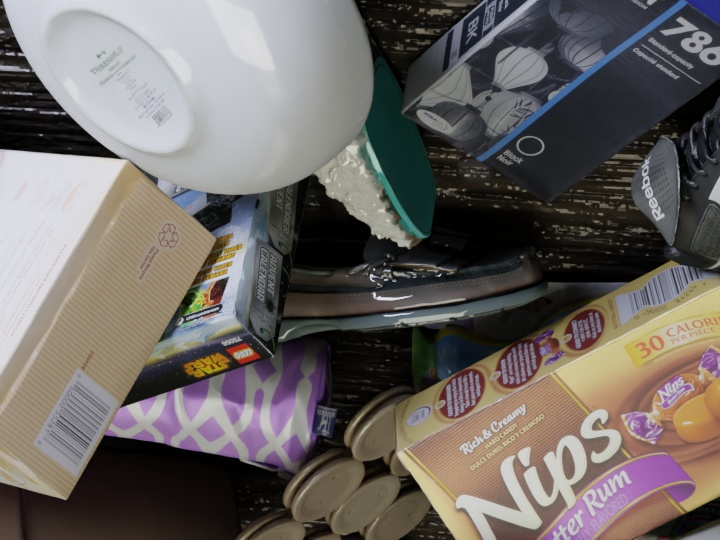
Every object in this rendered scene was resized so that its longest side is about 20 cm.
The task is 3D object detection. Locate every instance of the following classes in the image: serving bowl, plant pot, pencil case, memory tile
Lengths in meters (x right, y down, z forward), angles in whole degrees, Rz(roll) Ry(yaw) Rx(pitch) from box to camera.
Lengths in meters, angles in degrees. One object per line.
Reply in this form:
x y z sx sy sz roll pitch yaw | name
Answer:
-0.094 -0.107 1.080 0.199 0.066 0.201 26 146 19 | serving bowl
-0.160 0.188 1.434 0.173 0.201 0.201 -5 142 -8 | plant pot
-0.110 0.068 1.338 0.199 0.084 0.086 10 101 2 | pencil case
-0.017 0.149 1.355 0.200 0.017 0.153 -46 152 9 | memory tile

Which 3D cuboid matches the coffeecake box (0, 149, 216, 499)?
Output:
-0.191 0.020 1.187 0.199 0.154 0.073 8 153 48 | coffeecake box

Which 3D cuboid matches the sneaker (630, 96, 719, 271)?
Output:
0.176 -0.047 1.123 0.090 0.067 0.200 -4 156 6 | sneaker

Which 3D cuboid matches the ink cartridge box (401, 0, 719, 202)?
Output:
0.116 -0.113 1.111 0.099 0.039 0.200 29 136 -21 | ink cartridge box

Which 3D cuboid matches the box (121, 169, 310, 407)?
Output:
-0.122 0.009 1.230 0.199 0.138 0.040 -19 134 31 | box

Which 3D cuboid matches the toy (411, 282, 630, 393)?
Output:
0.124 0.057 1.307 0.199 0.047 0.115 3 142 8 | toy

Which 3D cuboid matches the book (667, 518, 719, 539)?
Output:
0.128 0.191 1.304 0.199 0.048 0.134 -20 170 -24 | book

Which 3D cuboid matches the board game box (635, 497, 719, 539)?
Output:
0.169 0.130 1.366 0.199 0.029 0.135 7 161 0 | board game box

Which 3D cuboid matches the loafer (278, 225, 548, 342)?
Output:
0.000 0.000 1.252 0.199 0.072 0.063 -8 96 19 | loafer

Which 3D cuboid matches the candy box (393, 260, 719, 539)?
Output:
0.130 0.083 1.252 0.199 0.057 0.117 -28 114 12 | candy box

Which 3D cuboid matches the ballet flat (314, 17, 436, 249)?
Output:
-0.021 -0.094 1.144 0.071 0.072 0.201 -8 130 20 | ballet flat
